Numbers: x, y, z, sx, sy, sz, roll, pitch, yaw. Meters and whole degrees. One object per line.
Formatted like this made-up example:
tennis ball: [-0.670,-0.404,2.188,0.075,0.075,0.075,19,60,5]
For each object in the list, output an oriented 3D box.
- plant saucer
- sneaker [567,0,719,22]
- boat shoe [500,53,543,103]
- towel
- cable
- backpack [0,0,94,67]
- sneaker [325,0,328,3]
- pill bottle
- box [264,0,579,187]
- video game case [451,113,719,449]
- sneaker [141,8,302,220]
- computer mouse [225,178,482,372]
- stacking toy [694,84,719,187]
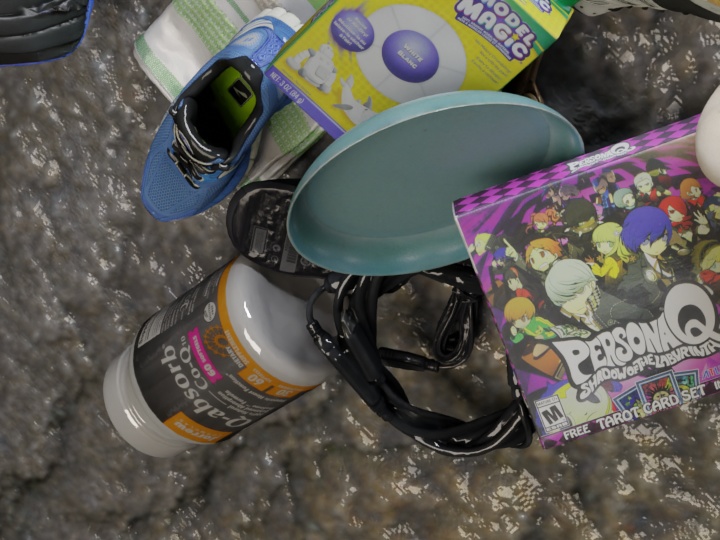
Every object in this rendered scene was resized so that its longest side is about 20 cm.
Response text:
plant saucer: [0.046,-0.060,1.433,0.200,0.199,0.028,-47,50,43]
sneaker: [0.174,-0.193,1.382,0.200,0.076,0.088,29,145,22]
boat shoe: [0.090,-0.108,1.479,0.069,0.074,0.201,25,131,21]
towel: [-0.069,-0.158,1.589,0.149,0.031,0.200,49,133,-2]
cable: [0.068,0.052,1.582,0.163,0.051,0.200,-34,115,14]
backpack: [-0.290,-0.242,1.606,0.199,0.168,0.163,-1,126,-1]
sneaker: [0.019,-0.179,1.465,0.089,0.079,0.201,16,119,7]
pill bottle: [-0.105,0.066,1.693,0.200,0.116,0.117,-34,95,42]
box: [0.044,-0.152,1.403,0.117,0.048,0.200,42,126,-10]
video game case: [0.182,0.006,1.442,0.199,0.036,0.182,-19,111,8]
sneaker: [-0.110,-0.102,1.566,0.079,0.089,0.200,44,131,6]
computer mouse: [0.000,0.000,1.614,0.199,0.046,0.141,10,121,6]
stacking toy: [0.307,-0.041,1.358,0.146,0.146,0.200,-8,130,38]
